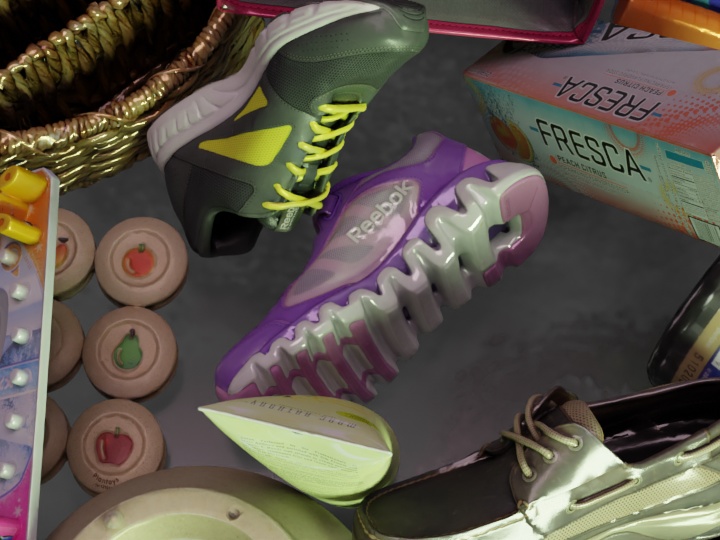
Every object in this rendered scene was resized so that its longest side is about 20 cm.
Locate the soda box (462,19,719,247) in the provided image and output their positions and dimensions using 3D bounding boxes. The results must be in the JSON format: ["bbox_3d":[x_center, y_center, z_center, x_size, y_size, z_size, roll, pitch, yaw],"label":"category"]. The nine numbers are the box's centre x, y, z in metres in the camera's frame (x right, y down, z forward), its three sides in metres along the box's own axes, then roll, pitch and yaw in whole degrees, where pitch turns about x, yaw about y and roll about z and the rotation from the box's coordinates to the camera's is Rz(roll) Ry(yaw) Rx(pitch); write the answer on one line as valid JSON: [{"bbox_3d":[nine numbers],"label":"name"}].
[{"bbox_3d":[0.140,-0.074,0.808,0.068,0.064,0.200,-38,33,-16],"label":"soda box"}]

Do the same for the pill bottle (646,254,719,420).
[{"bbox_3d":[0.247,0.067,0.773,0.200,0.112,0.112,39,71,16],"label":"pill bottle"}]

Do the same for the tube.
[{"bbox_3d":[-0.014,0.076,0.707,0.058,0.200,0.052,-29,79,2],"label":"tube"}]

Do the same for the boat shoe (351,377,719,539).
[{"bbox_3d":[0.089,0.087,0.723,0.199,0.074,0.075,-12,29,-18],"label":"boat shoe"}]

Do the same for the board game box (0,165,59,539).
[{"bbox_3d":[-0.225,0.064,0.754,0.199,0.026,0.202,-14,65,33],"label":"board game box"}]

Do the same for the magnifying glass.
[{"bbox_3d":[0.229,-0.109,0.854,0.199,0.080,0.022,18,43,-9],"label":"magnifying glass"}]

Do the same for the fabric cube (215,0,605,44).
[{"bbox_3d":[0.035,-0.255,0.786,0.195,0.200,0.201,5,59,-6],"label":"fabric cube"}]

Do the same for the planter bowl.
[{"bbox_3d":[-0.074,0.173,0.713,0.198,0.135,0.202,0,66,0],"label":"planter bowl"}]

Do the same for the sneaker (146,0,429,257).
[{"bbox_3d":[-0.029,-0.068,0.809,0.074,0.200,0.085,-4,72,-41],"label":"sneaker"}]

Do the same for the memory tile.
[{"bbox_3d":[-0.192,0.035,0.835,0.198,0.017,0.154,5,70,3],"label":"memory tile"}]

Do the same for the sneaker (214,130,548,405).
[{"bbox_3d":[0.000,0.000,0.829,0.200,0.081,0.088,-39,57,-13],"label":"sneaker"}]

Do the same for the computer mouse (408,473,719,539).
[{"bbox_3d":[0.099,0.143,0.752,0.198,0.053,0.139,5,29,14],"label":"computer mouse"}]

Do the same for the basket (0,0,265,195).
[{"bbox_3d":[-0.152,-0.143,0.853,0.199,0.149,0.143,-35,69,-16],"label":"basket"}]

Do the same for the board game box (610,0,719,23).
[{"bbox_3d":[0.216,-0.167,0.833,0.151,0.200,0.045,5,65,4],"label":"board game box"}]
